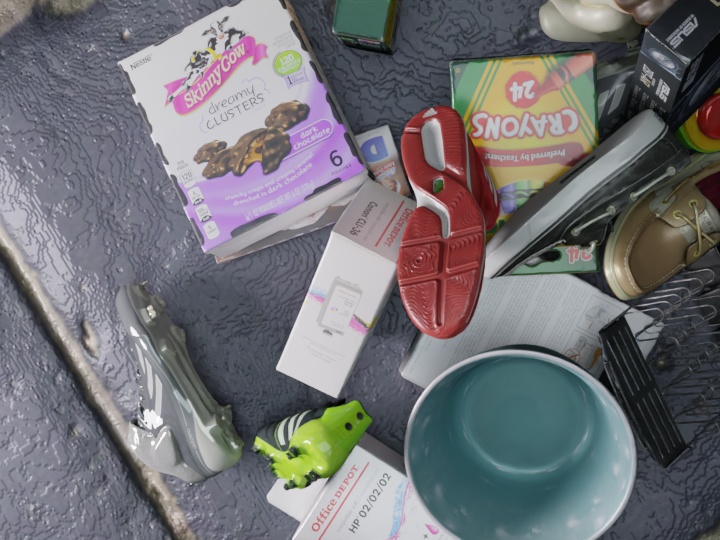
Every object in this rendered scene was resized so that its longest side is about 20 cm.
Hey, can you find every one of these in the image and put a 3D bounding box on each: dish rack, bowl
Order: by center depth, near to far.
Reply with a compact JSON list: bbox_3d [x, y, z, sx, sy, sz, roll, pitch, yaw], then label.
[{"bbox_3d":[0.296,0.077,1.215,0.055,0.200,0.154,-25,94,48],"label":"dish rack"},{"bbox_3d":[0.145,0.147,1.216,0.200,0.105,0.201,3,108,9],"label":"bowl"}]

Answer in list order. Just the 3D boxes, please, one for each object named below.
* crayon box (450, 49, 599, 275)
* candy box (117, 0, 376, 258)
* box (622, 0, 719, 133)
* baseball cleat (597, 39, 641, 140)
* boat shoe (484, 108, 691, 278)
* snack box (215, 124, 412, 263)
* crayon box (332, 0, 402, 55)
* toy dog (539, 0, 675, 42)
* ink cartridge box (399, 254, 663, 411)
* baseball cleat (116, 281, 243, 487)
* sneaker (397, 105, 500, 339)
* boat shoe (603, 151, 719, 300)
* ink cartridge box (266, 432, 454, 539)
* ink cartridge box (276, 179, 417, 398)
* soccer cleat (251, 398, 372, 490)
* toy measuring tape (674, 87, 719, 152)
[{"bbox_3d":[0.149,-0.091,1.209,0.127,0.051,0.200,-3,100,8],"label":"crayon box"},{"bbox_3d":[-0.105,-0.138,1.263,0.168,0.072,0.200,-27,82,6],"label":"candy box"},{"bbox_3d":[0.292,-0.198,1.114,0.160,0.200,0.044,-44,76,-7],"label":"box"},{"bbox_3d":[0.213,-0.137,1.262,0.200,0.070,0.107,-21,102,13],"label":"baseball cleat"},{"bbox_3d":[0.185,-0.048,1.140,0.200,0.071,0.064,-39,98,16],"label":"boat shoe"},{"bbox_3d":[-0.055,-0.073,1.303,0.200,0.024,0.072,-19,90,6],"label":"snack box"},{"bbox_3d":[0.020,-0.303,1.229,0.051,0.127,0.200,11,94,4],"label":"crayon box"},{"bbox_3d":[0.242,-0.257,1.175,0.194,0.200,0.140,22,96,3],"label":"toy dog"},{"bbox_3d":[0.160,0.070,1.289,0.200,0.050,0.162,27,96,-3],"label":"ink cartridge box"},{"bbox_3d":[-0.197,0.115,1.302,0.106,0.070,0.200,-32,86,16],"label":"baseball cleat"},{"bbox_3d":[0.087,-0.027,1.119,0.078,0.116,0.200,-9,65,27],"label":"sneaker"},{"bbox_3d":[0.288,-0.047,1.202,0.200,0.066,0.074,-45,112,-30],"label":"boat shoe"},{"bbox_3d":[0.016,0.235,1.299,0.200,0.068,0.115,32,96,2],"label":"ink cartridge box"},{"bbox_3d":[0.000,0.000,1.222,0.067,0.117,0.200,26,122,3],"label":"ink cartridge box"},{"bbox_3d":[-0.043,0.157,1.249,0.081,0.200,0.068,-39,96,-20],"label":"soccer cleat"},{"bbox_3d":[0.346,-0.162,1.246,0.200,0.074,0.074,-33,91,-9],"label":"toy measuring tape"}]
